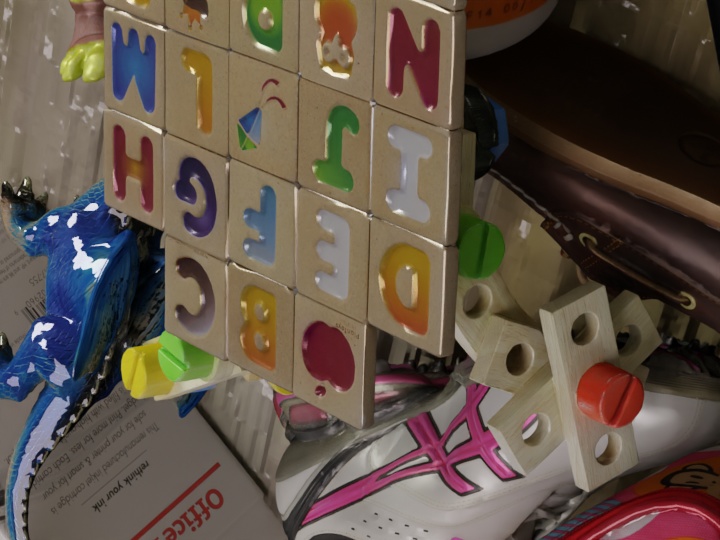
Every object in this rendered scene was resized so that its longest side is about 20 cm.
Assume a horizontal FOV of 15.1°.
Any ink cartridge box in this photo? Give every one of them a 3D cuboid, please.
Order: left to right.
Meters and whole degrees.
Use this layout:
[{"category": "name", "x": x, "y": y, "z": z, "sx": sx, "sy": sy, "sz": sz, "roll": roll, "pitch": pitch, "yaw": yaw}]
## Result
[{"category": "ink cartridge box", "x": -0.120, "y": 0.082, "z": 1.050, "sx": 0.200, "sy": 0.116, "sz": 0.068, "roll": 52, "pitch": 134, "yaw": -2}]

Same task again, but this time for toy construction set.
[{"category": "toy construction set", "x": 0.000, "y": 0.000, "z": 0.852, "sx": 0.200, "sy": 0.092, "sz": 0.131, "roll": 15, "pitch": 110, "yaw": 40}]

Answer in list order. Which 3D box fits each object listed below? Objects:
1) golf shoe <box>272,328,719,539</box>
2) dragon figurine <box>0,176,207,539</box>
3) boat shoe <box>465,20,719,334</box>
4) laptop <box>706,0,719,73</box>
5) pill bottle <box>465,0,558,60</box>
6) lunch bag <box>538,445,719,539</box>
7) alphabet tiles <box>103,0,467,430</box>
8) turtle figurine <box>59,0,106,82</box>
[{"category": "golf shoe", "x": 0.050, "y": 0.069, "z": 0.930, "sx": 0.200, "sy": 0.073, "sz": 0.092, "roll": -14, "pitch": 76, "yaw": 47}, {"category": "dragon figurine", "x": -0.086, "y": 0.017, "z": 0.962, "sx": 0.099, "sy": 0.059, "sz": 0.200, "roll": 0, "pitch": 74, "yaw": 49}, {"category": "boat shoe", "x": 0.097, "y": -0.015, "z": 0.864, "sx": 0.200, "sy": 0.070, "sz": 0.070, "roll": 31, "pitch": 127, "yaw": 17}, {"category": "laptop", "x": 0.212, "y": -0.032, "z": 0.775, "sx": 0.187, "sy": 0.116, "sz": 0.200, "roll": -13, "pitch": 81, "yaw": 20}, {"category": "pill bottle", "x": 0.020, "y": -0.171, "z": 0.795, "sx": 0.113, "sy": 0.113, "sz": 0.200, "roll": 26, "pitch": 129, "yaw": 21}, {"category": "lunch bag", "x": 0.102, "y": 0.173, "z": 0.856, "sx": 0.176, "sy": 0.082, "sz": 0.200, "roll": -36, "pitch": 85, "yaw": 27}, {"category": "alphabet tiles", "x": -0.027, "y": -0.060, "z": 0.795, "sx": 0.166, "sy": 0.006, "sz": 0.200, "roll": 24, "pitch": 120, "yaw": 45}, {"category": "turtle figurine", "x": -0.107, "y": -0.146, "z": 0.931, "sx": 0.200, "sy": 0.064, "sz": 0.161, "roll": -16, "pitch": 117, "yaw": 18}]
